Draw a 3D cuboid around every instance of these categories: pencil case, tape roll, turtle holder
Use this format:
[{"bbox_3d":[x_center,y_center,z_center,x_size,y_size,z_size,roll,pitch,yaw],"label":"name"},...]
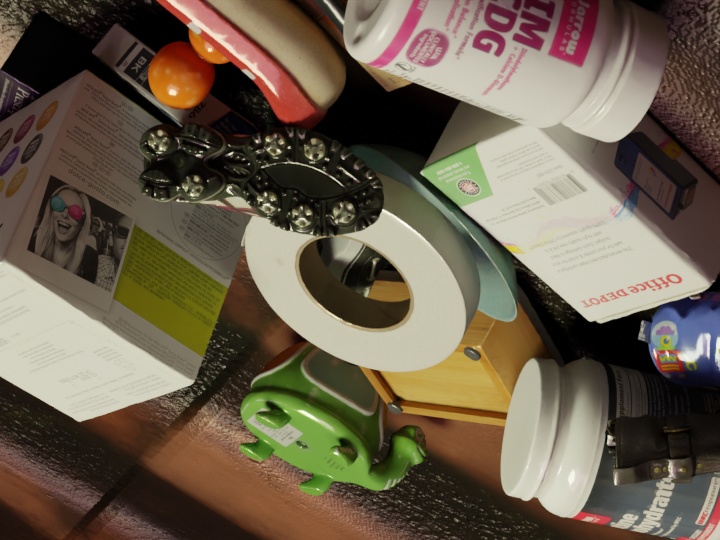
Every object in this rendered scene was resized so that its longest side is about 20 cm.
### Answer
[{"bbox_3d":[0.326,0.050,1.353,0.199,0.078,0.087,-4,104,44],"label":"pencil case"},{"bbox_3d":[0.000,0.000,1.384,0.202,0.037,0.203,18,139,17],"label":"tape roll"},{"bbox_3d":[-0.024,0.148,1.740,0.185,0.132,0.141,18,148,16],"label":"turtle holder"}]

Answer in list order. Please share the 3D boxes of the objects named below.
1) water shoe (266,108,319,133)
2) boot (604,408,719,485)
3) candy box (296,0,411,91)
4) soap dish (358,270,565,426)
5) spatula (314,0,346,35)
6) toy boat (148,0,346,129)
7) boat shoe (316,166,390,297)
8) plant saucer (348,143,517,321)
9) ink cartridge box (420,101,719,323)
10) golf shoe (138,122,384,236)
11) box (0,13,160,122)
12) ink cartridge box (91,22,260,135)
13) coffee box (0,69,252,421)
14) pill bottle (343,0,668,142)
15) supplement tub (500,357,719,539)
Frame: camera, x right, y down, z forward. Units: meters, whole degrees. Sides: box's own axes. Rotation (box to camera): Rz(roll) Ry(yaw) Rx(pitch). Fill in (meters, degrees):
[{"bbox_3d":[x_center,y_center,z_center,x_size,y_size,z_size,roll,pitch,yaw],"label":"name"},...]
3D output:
[{"bbox_3d":[-0.046,-0.084,1.486,0.078,0.072,0.200,1,149,-9],"label":"water shoe"},{"bbox_3d":[0.287,0.126,1.377,0.173,0.200,0.070,-4,101,15],"label":"boot"},{"bbox_3d":[-0.001,-0.225,1.220,0.200,0.055,0.115,43,147,-24],"label":"candy box"},{"bbox_3d":[0.082,0.075,1.590,0.199,0.081,0.158,5,143,37],"label":"soap dish"},{"bbox_3d":[-0.053,-0.212,1.203,0.200,0.021,0.056,38,164,-20],"label":"spatula"},{"bbox_3d":[-0.109,-0.175,1.281,0.200,0.131,0.131,39,110,-16],"label":"toy boat"},{"bbox_3d":[-0.004,-0.030,1.466,0.063,0.071,0.200,-6,153,-18],"label":"boat shoe"},{"bbox_3d":[0.071,-0.042,1.417,0.201,0.039,0.201,45,169,11],"label":"plant saucer"},{"bbox_3d":[0.171,-0.061,1.301,0.200,0.088,0.145,41,148,-18],"label":"ink cartridge box"},{"bbox_3d":[-0.070,-0.075,1.298,0.199,0.078,0.088,13,-177,16],"label":"golf shoe"},{"bbox_3d":[-0.273,-0.129,1.577,0.141,0.079,0.200,28,150,-5],"label":"box"},{"bbox_3d":[-0.135,-0.129,1.400,0.200,0.039,0.099,37,175,39],"label":"ink cartridge box"},{"bbox_3d":[-0.240,-0.015,1.453,0.200,0.199,0.199,35,147,-28],"label":"coffee box"},{"bbox_3d":[0.099,-0.164,1.139,0.199,0.114,0.113,18,154,-19],"label":"pill bottle"},{"bbox_3d":[0.235,0.157,1.485,0.199,0.141,0.141,12,151,-6],"label":"supplement tub"}]
